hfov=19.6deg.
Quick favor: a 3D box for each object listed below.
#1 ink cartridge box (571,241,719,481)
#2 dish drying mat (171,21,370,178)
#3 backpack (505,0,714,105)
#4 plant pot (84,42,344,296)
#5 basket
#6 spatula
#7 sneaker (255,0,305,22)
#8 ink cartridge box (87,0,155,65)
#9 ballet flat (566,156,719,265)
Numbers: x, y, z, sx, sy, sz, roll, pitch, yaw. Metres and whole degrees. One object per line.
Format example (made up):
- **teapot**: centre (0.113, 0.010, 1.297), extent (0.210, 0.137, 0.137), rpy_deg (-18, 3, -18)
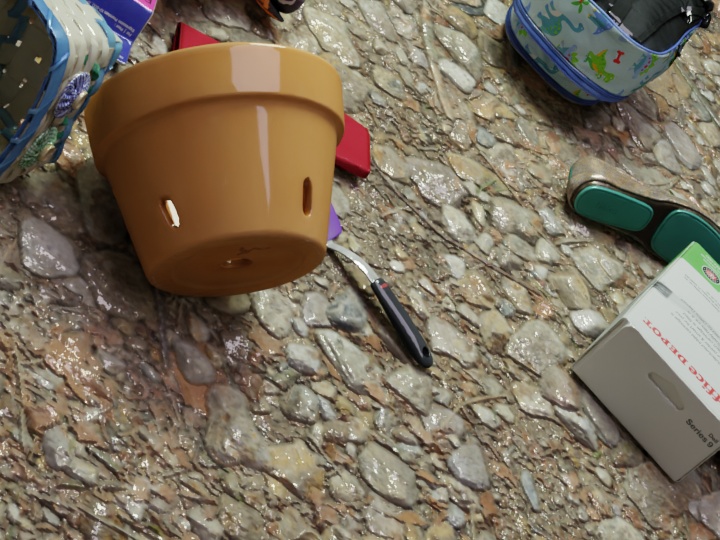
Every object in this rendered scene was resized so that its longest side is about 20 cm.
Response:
- **ink cartridge box**: centre (0.298, 0.080, 1.904), extent (0.146, 0.084, 0.200), rpy_deg (47, 35, 5)
- **dish drying mat**: centre (-0.078, -0.147, 1.821), extent (0.200, 0.018, 0.077), rpy_deg (27, 38, -22)
- **backpack**: centre (0.242, -0.260, 2.144), extent (0.183, 0.147, 0.200), rpy_deg (45, 31, 0)
- **plant pot**: centre (-0.104, -0.067, 1.581), extent (0.200, 0.200, 0.141), rpy_deg (8, 66, -40)
- **basket**: centre (-0.278, -0.145, 1.483), extent (0.200, 0.177, 0.139), rpy_deg (-5, 47, -51)
- **spatula**: centre (0.000, 0.000, 1.744), extent (0.200, 0.021, 0.056), rpy_deg (53, 34, 11)
- **sneaker**: centre (-0.091, -0.276, 1.852), extent (0.112, 0.078, 0.200), rpy_deg (42, 14, -6)
- **ink cartridge box**: centre (-0.215, -0.263, 1.776), extent (0.095, 0.037, 0.200), rpy_deg (32, 38, -18)
- **ballet flat**: centre (0.287, -0.061, 2.059), extent (0.200, 0.068, 0.067), rpy_deg (27, 31, -25)
